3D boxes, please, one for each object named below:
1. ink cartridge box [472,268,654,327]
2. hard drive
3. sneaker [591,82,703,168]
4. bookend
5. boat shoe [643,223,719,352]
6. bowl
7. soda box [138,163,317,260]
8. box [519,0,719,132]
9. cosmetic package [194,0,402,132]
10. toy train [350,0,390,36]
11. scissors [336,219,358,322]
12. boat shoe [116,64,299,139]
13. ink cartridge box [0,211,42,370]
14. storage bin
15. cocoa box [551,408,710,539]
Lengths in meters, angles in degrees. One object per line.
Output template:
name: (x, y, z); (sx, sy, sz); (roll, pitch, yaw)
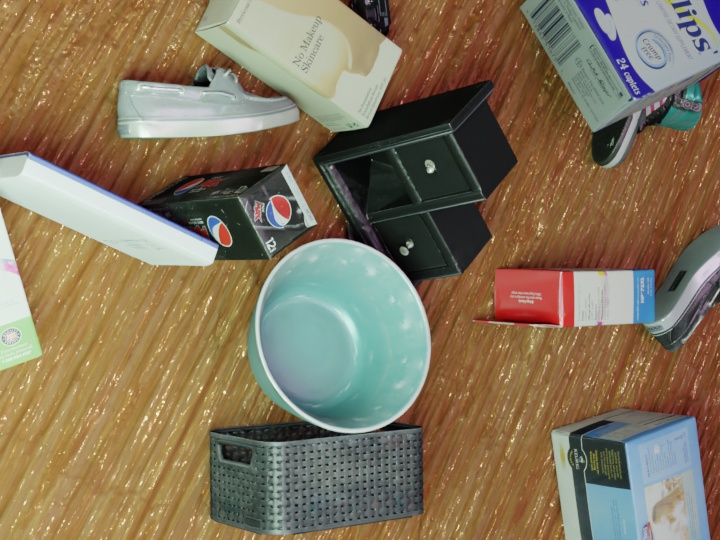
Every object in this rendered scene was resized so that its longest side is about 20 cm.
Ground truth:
ink cartridge box: (0.242, 0.031, 1.613); (0.200, 0.116, 0.067); (0, 91, -37)
hard drive: (-0.246, -0.054, 1.249); (0.200, 0.132, 0.025); (27, 76, -33)
sneaker: (0.374, -0.200, 1.734); (0.121, 0.084, 0.200); (29, 72, -22)
bookend: (0.085, -0.078, 1.442); (0.092, 0.198, 0.200); (-48, 117, -39)
boat shoe: (0.453, 0.022, 1.790); (0.068, 0.074, 0.199); (48, 65, -21)
bowl: (-0.038, 0.075, 1.402); (0.200, 0.105, 0.201); (8, 74, -28)
soda box: (-0.130, -0.053, 1.291); (0.063, 0.200, 0.071); (-38, 111, -29)
box: (0.332, -0.296, 1.637); (0.200, 0.105, 0.184); (-26, 84, -26)
cosmetic package: (-0.062, -0.241, 1.420); (0.200, 0.071, 0.105); (32, 72, -32)
toy train: (0.008, -0.355, 1.494); (0.046, 0.034, 0.201); (-11, 97, -39)
scissors: (0.000, 0.000, 1.503); (0.073, 0.014, 0.201); (8, 84, -33)
boat shoe: (-0.150, -0.171, 1.357); (0.200, 0.070, 0.072); (-8, 98, -33)
ink cartridge box: (-0.372, -0.002, 1.197); (0.117, 0.067, 0.201); (-20, 103, -34)
storage bin: (-0.044, 0.208, 1.392); (0.200, 0.135, 0.094); (-2, 91, -36)
cocoa box: (0.337, 0.285, 1.672); (0.133, 0.131, 0.201); (-13, 97, -35)
